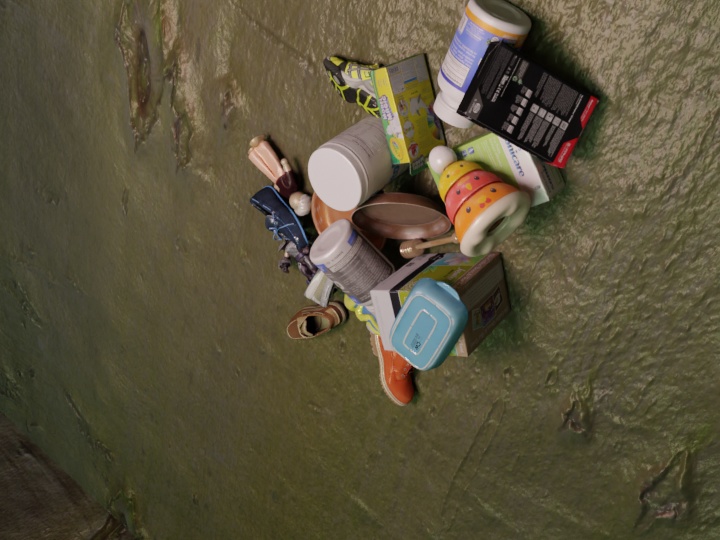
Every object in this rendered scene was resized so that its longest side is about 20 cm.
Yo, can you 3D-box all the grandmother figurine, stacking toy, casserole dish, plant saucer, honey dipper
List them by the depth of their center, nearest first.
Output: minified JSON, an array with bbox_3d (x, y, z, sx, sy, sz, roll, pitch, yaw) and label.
[{"bbox_3d":[0.181,-0.137,1.246,0.201,0.145,0.147,52,135,23],"label":"stacking toy"},{"bbox_3d":[0.116,0.105,1.311,0.121,0.039,0.201,39,132,16],"label":"casserole dish"},{"bbox_3d":[0.080,-0.109,1.426,0.199,0.199,0.035,-10,67,41],"label":"plant saucer"},{"bbox_3d":[0.144,-0.053,1.437,0.199,0.038,0.038,-11,107,61],"label":"honey dipper"},{"bbox_3d":[-0.019,-0.117,1.575,0.199,0.037,0.202,19,124,31],"label":"plant saucer"},{"bbox_3d":[-0.178,-0.206,1.634,0.201,0.060,0.121,52,166,8],"label":"grandmother figurine"}]

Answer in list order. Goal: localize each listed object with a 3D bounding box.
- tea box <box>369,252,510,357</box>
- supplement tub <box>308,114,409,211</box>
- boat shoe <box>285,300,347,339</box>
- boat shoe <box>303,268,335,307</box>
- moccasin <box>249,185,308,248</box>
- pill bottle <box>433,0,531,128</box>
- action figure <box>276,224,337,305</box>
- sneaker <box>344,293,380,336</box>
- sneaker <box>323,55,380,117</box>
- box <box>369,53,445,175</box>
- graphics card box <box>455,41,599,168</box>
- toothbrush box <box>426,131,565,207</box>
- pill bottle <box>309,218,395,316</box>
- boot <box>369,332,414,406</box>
[{"bbox_3d":[0.160,0.061,1.416,0.195,0.200,0.135,0,113,37],"label":"tea box"},{"bbox_3d":[0.008,-0.213,1.381,0.131,0.200,0.133,24,135,27],"label":"supplement tub"},{"bbox_3d":[-0.120,0.127,1.759,0.199,0.074,0.076,-26,96,43],"label":"boat shoe"},{"bbox_3d":[-0.053,-0.004,1.583,0.064,0.075,0.203,34,117,-3],"label":"boat shoe"},{"bbox_3d":[-0.187,-0.110,1.652,0.200,0.068,0.081,48,161,39],"label":"moccasin"},{"bbox_3d":[0.198,-0.348,1.228,0.112,0.112,0.201,37,131,17],"label":"pill bottle"},{"bbox_3d":[-0.131,-0.020,1.695,0.201,0.069,0.130,56,139,5],"label":"action figure"},{"bbox_3d":[0.036,0.071,1.589,0.199,0.075,0.106,32,124,38],"label":"sneaker"},{"bbox_3d":[0.003,-0.368,1.409,0.200,0.076,0.076,42,169,33],"label":"sneaker"},{"bbox_3d":[0.093,-0.286,1.340,0.048,0.117,0.202,0,113,46],"label":"box"},{"bbox_3d":[0.267,-0.263,1.160,0.198,0.051,0.126,23,100,-19],"label":"graphics card box"},{"bbox_3d":[0.242,-0.174,1.304,0.199,0.086,0.147,-19,101,43],"label":"toothbrush box"},{"bbox_3d":[0.000,0.000,1.482,0.113,0.114,0.200,-21,124,43],"label":"pill bottle"},{"bbox_3d":[0.097,0.216,1.640,0.106,0.075,0.202,-7,107,35],"label":"boot"}]
